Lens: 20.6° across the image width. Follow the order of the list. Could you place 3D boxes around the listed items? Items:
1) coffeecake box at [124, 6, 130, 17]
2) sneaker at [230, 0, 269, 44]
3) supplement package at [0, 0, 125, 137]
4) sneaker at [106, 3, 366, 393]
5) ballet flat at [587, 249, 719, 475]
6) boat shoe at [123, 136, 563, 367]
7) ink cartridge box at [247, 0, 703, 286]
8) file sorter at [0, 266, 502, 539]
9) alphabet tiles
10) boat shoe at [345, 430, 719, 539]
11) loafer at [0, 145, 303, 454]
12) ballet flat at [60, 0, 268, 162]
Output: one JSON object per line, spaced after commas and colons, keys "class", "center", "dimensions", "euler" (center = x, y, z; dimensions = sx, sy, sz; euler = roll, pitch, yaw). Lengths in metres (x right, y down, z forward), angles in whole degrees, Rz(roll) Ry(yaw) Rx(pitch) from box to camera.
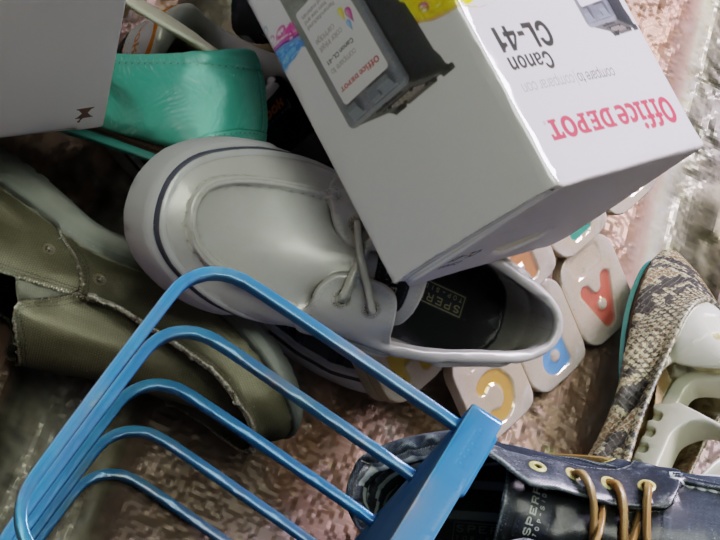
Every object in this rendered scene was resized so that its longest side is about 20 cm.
{"class": "coffeecake box", "center": [-0.210, -0.175, 0.868], "dimensions": [0.199, 0.073, 0.154], "euler": [-15, 73, -28]}
{"class": "sneaker", "center": [0.005, -0.140, 0.880], "dimensions": [0.087, 0.075, 0.200], "euler": [12, 19, 10]}
{"class": "supplement package", "center": [-0.166, -0.158, 0.748], "dimensions": [0.113, 0.110, 0.201], "euler": [-10, 61, -20]}
{"class": "sneaker", "center": [-0.035, -0.031, 0.868], "dimensions": [0.200, 0.079, 0.078], "euler": [43, 56, 0]}
{"class": "ballet flat", "center": [0.141, 0.072, 0.889], "dimensions": [0.068, 0.075, 0.200], "euler": [51, 50, -32]}
{"class": "boat shoe", "center": [0.000, 0.000, 0.785], "dimensions": [0.200, 0.066, 0.072], "euler": [25, 80, -39]}
{"class": "ink cartridge box", "center": [0.032, -0.108, 0.779], "dimensions": [0.147, 0.086, 0.200], "euler": [-17, 76, -57]}
{"class": "file sorter", "center": [-0.062, 0.111, 0.714], "dimensions": [0.123, 0.200, 0.139], "euler": [34, 57, 1]}
{"class": "alphabet tiles", "center": [0.057, -0.033, 0.886], "dimensions": [0.200, 0.015, 0.196], "euler": [-38, 114, -33]}
{"class": "boat shoe", "center": [0.094, 0.107, 0.784], "dimensions": [0.199, 0.091, 0.071], "euler": [0, 72, 22]}
{"class": "loafer", "center": [-0.116, 0.021, 0.816], "dimensions": [0.200, 0.075, 0.070], "euler": [32, 63, 5]}
{"class": "ballet flat", "center": [-0.129, -0.087, 0.819], "dimensions": [0.199, 0.067, 0.071], "euler": [13, 87, 13]}
